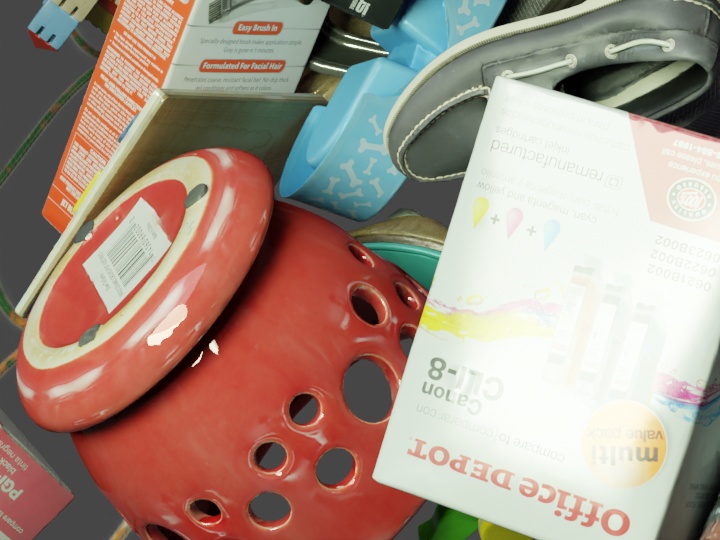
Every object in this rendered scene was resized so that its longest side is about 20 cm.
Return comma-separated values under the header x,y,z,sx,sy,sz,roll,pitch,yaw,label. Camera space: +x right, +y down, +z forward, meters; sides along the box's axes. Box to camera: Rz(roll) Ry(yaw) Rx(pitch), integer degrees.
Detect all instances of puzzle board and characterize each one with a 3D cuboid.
x,y,z,sx,sy,sz,roll,pitch,yaw,label
-0.105,-0.041,1.576,0.017,0.200,0.151,41,108,19,puzzle board

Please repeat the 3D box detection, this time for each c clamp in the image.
x,y,z,sx,sy,sz,roll,pitch,yaw,label
0.038,-0.164,1.689,0.170,0.027,0.200,7,52,7,c clamp

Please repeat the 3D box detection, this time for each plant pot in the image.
x,y,z,sx,sy,sz,roll,pitch,yaw,label
-0.068,0.053,1.458,0.200,0.182,0.201,-39,26,23,plant pot

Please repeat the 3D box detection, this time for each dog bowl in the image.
x,y,z,sx,sy,sz,roll,pitch,yaw,label
0.025,-0.116,1.575,0.200,0.049,0.111,-60,13,-8,dog bowl

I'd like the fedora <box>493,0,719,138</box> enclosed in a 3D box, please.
x,y,z,sx,sy,sz,roll,pitch,yaw,label
0.164,-0.111,1.524,0.200,0.090,0.177,-27,40,27,fedora

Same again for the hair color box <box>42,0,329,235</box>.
x,y,z,sx,sy,sz,roll,pitch,yaw,label
-0.099,-0.104,1.633,0.064,0.111,0.200,41,118,34,hair color box

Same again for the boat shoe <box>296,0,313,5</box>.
x,y,z,sx,sy,sz,roll,pitch,yaw,label
-0.040,-0.203,1.565,0.201,0.066,0.072,-73,2,-66,boat shoe

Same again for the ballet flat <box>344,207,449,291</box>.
x,y,z,sx,sy,sz,roll,pitch,yaw,label
0.000,0.000,1.586,0.200,0.068,0.072,-14,28,34,ballet flat

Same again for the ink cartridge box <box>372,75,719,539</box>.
x,y,z,sx,sy,sz,roll,pitch,yaw,label
0.119,0.031,1.313,0.145,0.145,0.201,18,93,23,ink cartridge box

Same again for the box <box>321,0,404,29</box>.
x,y,z,sx,sy,sz,roll,pitch,yaw,label
0.045,-0.254,1.549,0.200,0.043,0.160,-73,9,-46,box

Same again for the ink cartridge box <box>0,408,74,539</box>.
x,y,z,sx,sy,sz,roll,pitch,yaw,label
-0.287,0.150,1.649,0.200,0.083,0.146,-45,40,-5,ink cartridge box

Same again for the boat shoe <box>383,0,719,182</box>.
x,y,z,sx,sy,sz,roll,pitch,yaw,label
0.097,-0.087,1.435,0.200,0.073,0.063,-24,42,23,boat shoe

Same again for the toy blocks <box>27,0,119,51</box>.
x,y,z,sx,sy,sz,roll,pitch,yaw,label
-0.156,-0.213,1.857,0.137,0.100,0.200,-49,12,22,toy blocks

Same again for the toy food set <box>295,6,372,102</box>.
x,y,z,sx,sy,sz,roll,pitch,yaw,label
-0.060,-0.140,1.759,0.200,0.049,0.198,-19,45,23,toy food set

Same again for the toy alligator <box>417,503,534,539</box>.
x,y,z,sx,sy,sz,roll,pitch,yaw,label
0.107,0.087,1.418,0.200,0.054,0.059,-26,43,17,toy alligator

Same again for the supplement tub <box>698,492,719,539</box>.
x,y,z,sx,sy,sz,roll,pitch,yaw,label
0.237,0.074,1.288,0.107,0.107,0.200,8,60,42,supplement tub
